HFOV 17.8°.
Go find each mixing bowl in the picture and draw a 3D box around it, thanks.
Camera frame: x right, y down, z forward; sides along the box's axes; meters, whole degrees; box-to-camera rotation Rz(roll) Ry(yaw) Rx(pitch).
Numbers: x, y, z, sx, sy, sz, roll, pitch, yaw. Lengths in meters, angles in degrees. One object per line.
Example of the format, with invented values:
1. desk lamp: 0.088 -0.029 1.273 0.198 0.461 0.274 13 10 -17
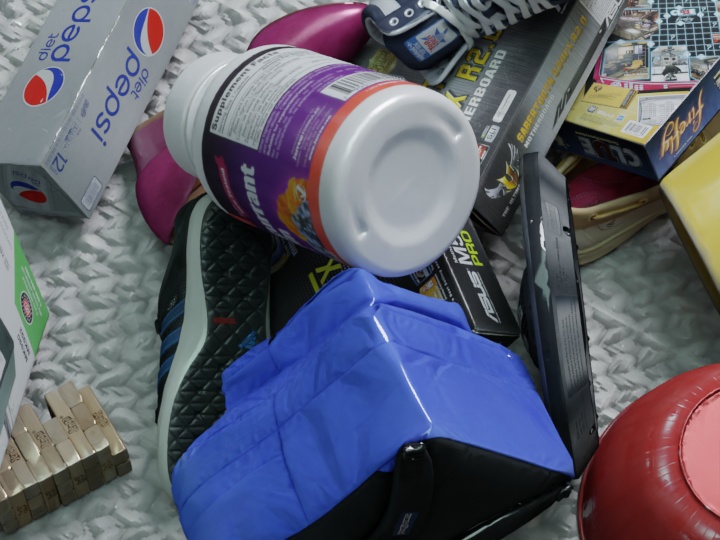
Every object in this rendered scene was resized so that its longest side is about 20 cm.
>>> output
1. mixing bowl: 0.235 0.133 1.396 0.199 0.109 0.201 0 64 1

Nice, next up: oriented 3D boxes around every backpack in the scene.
1. backpack: -0.005 0.113 1.313 0.200 0.162 0.168 -43 48 23

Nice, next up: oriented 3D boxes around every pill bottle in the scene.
1. pill bottle: -0.031 -0.073 1.372 0.111 0.112 0.200 -44 37 -19

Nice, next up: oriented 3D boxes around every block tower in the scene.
1. block tower: -0.245 0.140 1.430 0.199 0.054 0.058 -29 65 -14

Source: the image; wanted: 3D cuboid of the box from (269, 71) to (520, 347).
1. box: 0.000 0.000 1.447 0.044 0.160 0.201 6 52 -46

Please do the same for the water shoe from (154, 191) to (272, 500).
1. water shoe: -0.096 0.050 1.470 0.071 0.079 0.201 11 86 -23

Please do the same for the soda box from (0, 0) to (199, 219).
1. soda box: -0.182 -0.134 1.553 0.068 0.063 0.201 5 59 35

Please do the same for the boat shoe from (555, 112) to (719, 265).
1. boat shoe: 0.198 -0.080 1.526 0.200 0.069 0.074 -39 69 -17

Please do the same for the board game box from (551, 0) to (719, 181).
1. board game box: 0.157 -0.140 1.528 0.199 0.035 0.136 23 62 43

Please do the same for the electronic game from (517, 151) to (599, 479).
1. electronic game: 0.117 0.028 1.400 0.041 0.200 0.201 -7 63 6

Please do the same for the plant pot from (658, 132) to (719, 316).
1. plant pot: 0.298 -0.043 1.448 0.188 0.201 0.202 -27 64 5

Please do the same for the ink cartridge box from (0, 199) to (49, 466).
1. ink cartridge box: -0.265 0.042 1.384 0.084 0.147 0.201 -9 37 13

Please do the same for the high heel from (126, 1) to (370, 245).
1. high heel: -0.063 -0.096 1.518 0.200 0.067 0.096 -35 51 15

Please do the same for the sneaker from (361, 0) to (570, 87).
1. sneaker: 0.082 -0.172 1.437 0.199 0.070 0.109 11 65 49

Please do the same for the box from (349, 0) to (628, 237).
1. box: 0.071 -0.134 1.507 0.158 0.048 0.201 20 76 43
